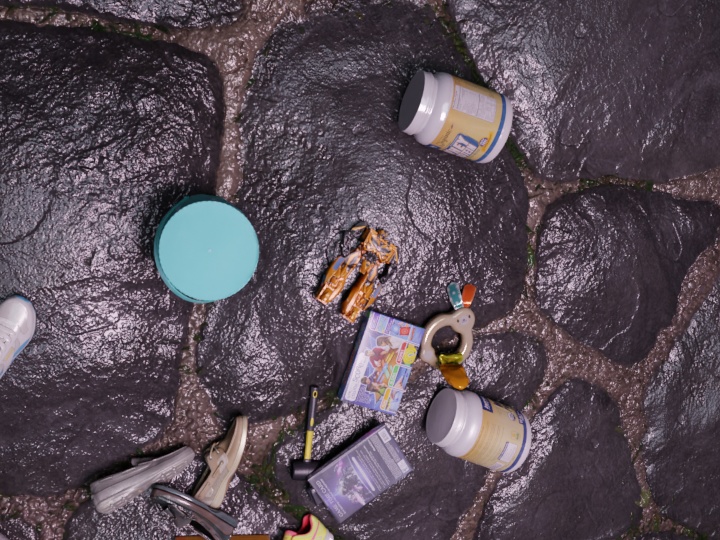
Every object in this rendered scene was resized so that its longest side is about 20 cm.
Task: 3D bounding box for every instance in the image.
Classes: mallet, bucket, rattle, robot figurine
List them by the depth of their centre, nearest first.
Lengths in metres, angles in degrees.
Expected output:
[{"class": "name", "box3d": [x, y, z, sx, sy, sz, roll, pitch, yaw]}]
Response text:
[{"class": "bucket", "box3d": [-0.284, -0.041, 1.112, 0.205, 0.135, 0.210, -2, 96, -15]}, {"class": "robot figurine", "box3d": [0.000, 0.000, 1.240, 0.144, 0.058, 0.201, 34, 87, -18]}, {"class": "mallet", "box3d": [-0.098, 0.349, 1.270, 0.065, 0.041, 0.202, 13, 89, -18]}, {"class": "rattle", "box3d": [0.212, 0.130, 1.282, 0.129, 0.143, 0.201, 31, 94, -1]}]

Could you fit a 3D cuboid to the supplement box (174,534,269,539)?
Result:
[{"class": "supplement box", "box3d": [-0.285, 0.591, 1.228, 0.198, 0.066, 0.070, 4, 96, -16]}]

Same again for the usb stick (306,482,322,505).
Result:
[{"class": "usb stick", "box3d": [-0.023, 0.446, 1.304, 0.198, 0.033, 0.056, -24, 105, -13]}]

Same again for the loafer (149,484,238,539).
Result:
[{"class": "loafer", "box3d": [-0.328, 0.483, 1.163, 0.200, 0.071, 0.063, 39, 53, -27]}]

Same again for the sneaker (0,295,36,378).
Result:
[{"class": "sneaker", "box3d": [-0.646, 0.140, 1.057, 0.076, 0.081, 0.202, 28, 87, -16]}]

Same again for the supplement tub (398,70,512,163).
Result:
[{"class": "supplement tub", "box3d": [0.191, -0.313, 1.212, 0.198, 0.145, 0.146, 14, 93, -17]}]

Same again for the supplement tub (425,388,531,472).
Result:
[{"class": "supplement tub", "box3d": [0.259, 0.350, 1.316, 0.198, 0.144, 0.146, 23, 90, -18]}]

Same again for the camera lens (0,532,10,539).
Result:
[{"class": "camera lens", "box3d": [-0.666, 0.574, 1.064, 0.160, 0.160, 0.200, -43, 106, -7]}]

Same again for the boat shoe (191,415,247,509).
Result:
[{"class": "boat shoe", "box3d": [-0.282, 0.382, 1.201, 0.064, 0.072, 0.202, 21, 98, -16]}]

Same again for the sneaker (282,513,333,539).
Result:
[{"class": "sneaker", "box3d": [-0.146, 0.592, 1.242, 0.200, 0.078, 0.091, -37, 101, -47]}]

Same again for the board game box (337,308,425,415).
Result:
[{"class": "board game box", "box3d": [0.045, 0.199, 1.290, 0.134, 0.034, 0.202, 20, 91, -18]}]

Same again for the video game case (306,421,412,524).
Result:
[{"class": "video game case", "box3d": [0.002, 0.436, 1.283, 0.199, 0.019, 0.144, -33, 113, -8]}]

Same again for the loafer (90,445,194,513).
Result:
[{"class": "loafer", "box3d": [-0.423, 0.392, 1.161, 0.199, 0.070, 0.070, -23, 62, -27]}]
